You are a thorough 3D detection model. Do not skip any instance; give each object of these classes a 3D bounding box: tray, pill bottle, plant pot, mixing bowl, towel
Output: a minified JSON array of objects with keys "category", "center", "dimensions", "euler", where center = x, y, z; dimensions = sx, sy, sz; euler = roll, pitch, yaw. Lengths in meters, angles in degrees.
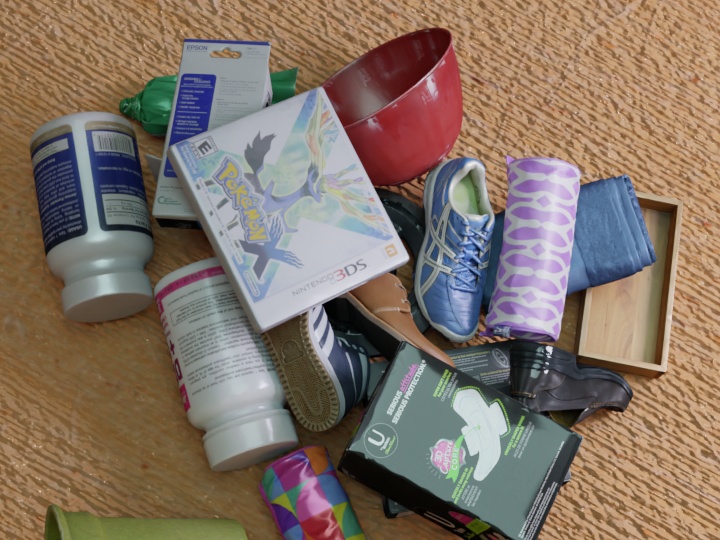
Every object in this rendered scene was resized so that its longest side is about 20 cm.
[{"category":"tray","center":[0.298,0.012,1.611],"dimensions":[0.098,0.037,0.202],"euler":[11,71,-2]},{"category":"pill bottle","center":[-0.136,0.097,1.497],"dimensions":[0.112,0.113,0.202],"euler":[-15,74,-10]},{"category":"plant pot","center":[-0.199,0.315,1.395],"dimensions":[0.182,0.200,0.202],"euler":[-5,72,-20]},{"category":"mixing bowl","center":[0.036,-0.163,1.578],"dimensions":[0.200,0.200,0.109],"euler":[-39,115,-16]},{"category":"pill bottle","center":[-0.280,-0.055,1.529],"dimensions":[0.114,0.116,0.202],"euler":[-9,73,-9]},{"category":"towel","center":[0.214,-0.026,1.582],"dimensions":[0.198,0.049,0.113],"euler":[-17,76,7]}]

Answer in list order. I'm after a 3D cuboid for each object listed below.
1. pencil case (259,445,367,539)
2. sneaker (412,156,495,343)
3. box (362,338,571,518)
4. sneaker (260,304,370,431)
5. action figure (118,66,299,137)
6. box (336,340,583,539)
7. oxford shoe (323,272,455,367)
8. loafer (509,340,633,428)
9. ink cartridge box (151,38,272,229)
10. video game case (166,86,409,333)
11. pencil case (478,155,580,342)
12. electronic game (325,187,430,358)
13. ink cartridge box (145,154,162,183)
[{"category":"pencil case","center":[-0.035,0.279,1.467],"dimensions":[0.088,0.088,0.201],"euler":[-21,74,-12]},{"category":"sneaker","center":[0.101,-0.025,1.528],"dimensions":[0.075,0.077,0.202],"euler":[2,79,-20]},{"category":"box","center":[0.109,0.165,1.537],"dimensions":[0.198,0.044,0.162],"euler":[-10,73,-9]},{"category":"sneaker","center":[-0.050,0.059,1.487],"dimensions":[0.070,0.108,0.202],"euler":[-18,88,23]},{"category":"action figure","center":[-0.171,-0.176,1.612],"dimensions":[0.198,0.055,0.119],"euler":[6,73,3]},{"category":"box","center":[0.093,0.181,1.429],"dimensions":[0.199,0.149,0.125],"euler":[29,74,3]},{"category":"oxford shoe","center":[0.030,0.043,1.502],"dimensions":[0.200,0.071,0.071],"euler":[41,68,15]},{"category":"loafer","center":[0.215,0.129,1.507],"dimensions":[0.199,0.072,0.073],"euler":[21,78,-43]},{"category":"ink cartridge box","center":[-0.146,-0.139,1.478],"dimensions":[0.098,0.039,0.202],"euler":[4,71,11]},{"category":"video game case","center":[-0.070,-0.063,1.431],"dimensions":[0.181,0.022,0.201],"euler":[-25,84,-27]},{"category":"pencil case","center":[0.180,-0.020,1.525],"dimensions":[0.085,0.084,0.202],"euler":[3,77,40]},{"category":"electronic game","center":[0.000,0.000,1.579],"dimensions":[0.198,0.042,0.202],"euler":[0,67,1]},{"category":"ink cartridge box","center":[-0.118,-0.096,1.543],"dimensions":[0.198,0.117,0.068],"euler":[15,65,13]}]
